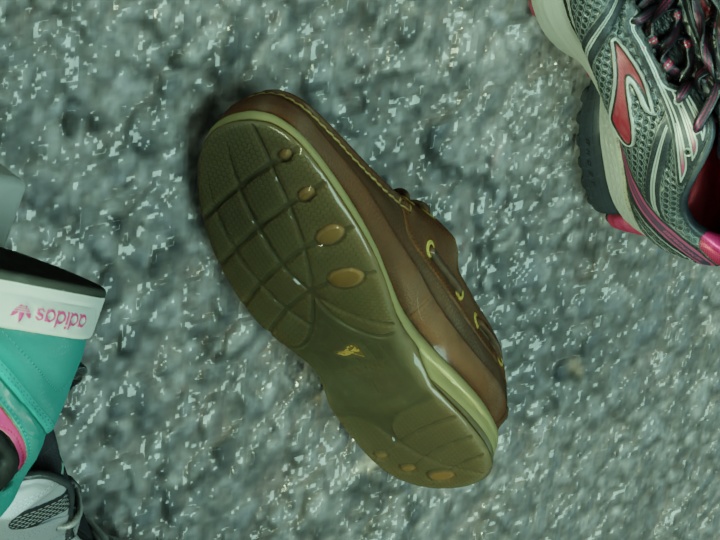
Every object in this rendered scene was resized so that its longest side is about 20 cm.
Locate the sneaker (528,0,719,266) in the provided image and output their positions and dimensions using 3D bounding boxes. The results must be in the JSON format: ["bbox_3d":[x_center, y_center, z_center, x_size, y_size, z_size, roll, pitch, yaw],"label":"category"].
[{"bbox_3d":[0.128,-0.091,1.125,0.080,0.075,0.201,-36,130,-18],"label":"sneaker"}]

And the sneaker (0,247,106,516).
[{"bbox_3d":[-0.172,0.044,0.808,0.199,0.083,0.121,12,97,-44],"label":"sneaker"}]

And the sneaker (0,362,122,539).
[{"bbox_3d":[-0.113,0.097,1.032,0.199,0.078,0.141,-1,112,-42],"label":"sneaker"}]

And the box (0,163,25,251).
[{"bbox_3d":[-0.234,0.006,0.863,0.199,0.106,0.153,10,107,-42],"label":"box"}]

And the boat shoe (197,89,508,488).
[{"bbox_3d":[0.001,0.000,1.086,0.200,0.072,0.068,56,42,-34],"label":"boat shoe"}]
